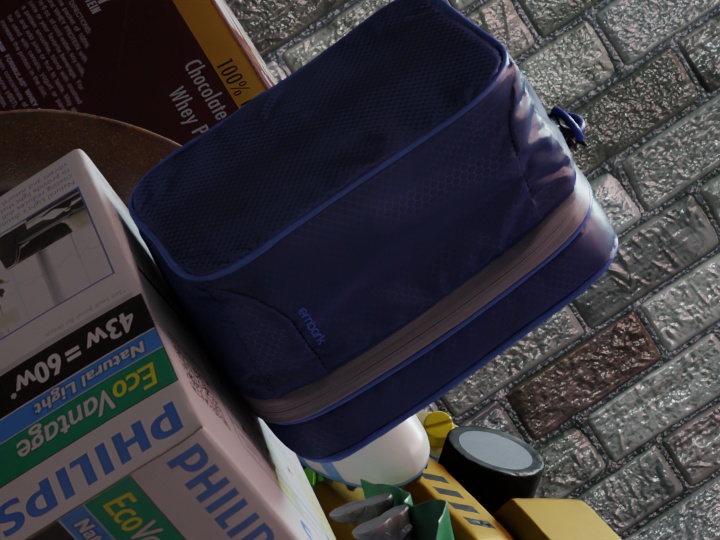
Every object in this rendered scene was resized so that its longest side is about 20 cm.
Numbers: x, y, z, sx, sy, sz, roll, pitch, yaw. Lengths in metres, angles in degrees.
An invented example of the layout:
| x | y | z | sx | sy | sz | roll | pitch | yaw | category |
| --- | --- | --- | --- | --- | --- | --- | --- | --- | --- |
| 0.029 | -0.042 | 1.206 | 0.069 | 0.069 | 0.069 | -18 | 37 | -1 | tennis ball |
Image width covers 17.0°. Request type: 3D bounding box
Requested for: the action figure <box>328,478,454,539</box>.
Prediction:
| x | y | z | sx | sy | sz | roll | pitch | yaw | category |
| --- | --- | --- | --- | --- | --- | --- | --- | --- | --- |
| 0.038 | 0.205 | 1.148 | 0.118 | 0.054 | 0.201 | -157 | -132 | -76 | action figure |

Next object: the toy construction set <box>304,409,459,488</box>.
| x | y | z | sx | sy | sz | roll | pitch | yaw | category |
| --- | --- | --- | --- | --- | --- | --- | --- | --- | --- |
| -0.050 | 0.072 | 1.394 | 0.200 | 0.131 | 0.092 | 42 | -23 | 33 | toy construction set |

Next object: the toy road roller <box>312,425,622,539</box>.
| x | y | z | sx | sy | sz | roll | pitch | yaw | category |
| --- | --- | --- | --- | --- | --- | --- | --- | --- | --- |
| 0.048 | 0.174 | 1.259 | 0.145 | 0.124 | 0.200 | 3 | 26 | -35 | toy road roller |

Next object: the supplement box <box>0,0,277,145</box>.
| x | y | z | sx | sy | sz | roll | pitch | yaw | category |
| --- | --- | --- | --- | --- | --- | --- | --- | --- | --- |
| -0.147 | -0.078 | 1.471 | 0.198 | 0.199 | 0.133 | 58 | 3 | 20 | supplement box |

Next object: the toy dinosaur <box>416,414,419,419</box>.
| x | y | z | sx | sy | sz | roll | pitch | yaw | category |
| --- | --- | --- | --- | --- | --- | --- | --- | --- | --- |
| 0.000 | 0.000 | 1.316 | 0.106 | 0.060 | 0.201 | 14 | -54 | 51 | toy dinosaur |

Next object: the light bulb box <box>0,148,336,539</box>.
| x | y | z | sx | sy | sz | roll | pitch | yaw | category |
| --- | --- | --- | --- | --- | --- | --- | --- | --- | --- |
| -0.105 | 0.091 | 1.086 | 0.199 | 0.124 | 0.200 | 55 | 4 | -43 | light bulb box |

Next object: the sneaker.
| x | y | z | sx | sy | sz | roll | pitch | yaw | category |
| --- | --- | --- | --- | --- | --- | --- | --- | --- | --- |
| -0.034 | 0.034 | 1.259 | 0.200 | 0.072 | 0.073 | 50 | -25 | 24 | sneaker |

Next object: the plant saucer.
| x | y | z | sx | sy | sz | roll | pitch | yaw | category |
| --- | --- | --- | --- | --- | --- | --- | --- | --- | --- |
| -0.138 | -0.001 | 1.192 | 0.201 | 0.199 | 0.035 | 54 | 36 | -41 | plant saucer |

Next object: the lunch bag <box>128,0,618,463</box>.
| x | y | z | sx | sy | sz | roll | pitch | yaw | category |
| --- | --- | --- | --- | --- | --- | --- | --- | --- | --- |
| 0.015 | -0.018 | 1.075 | 0.133 | 0.199 | 0.136 | 58 | -3 | -30 | lunch bag |
